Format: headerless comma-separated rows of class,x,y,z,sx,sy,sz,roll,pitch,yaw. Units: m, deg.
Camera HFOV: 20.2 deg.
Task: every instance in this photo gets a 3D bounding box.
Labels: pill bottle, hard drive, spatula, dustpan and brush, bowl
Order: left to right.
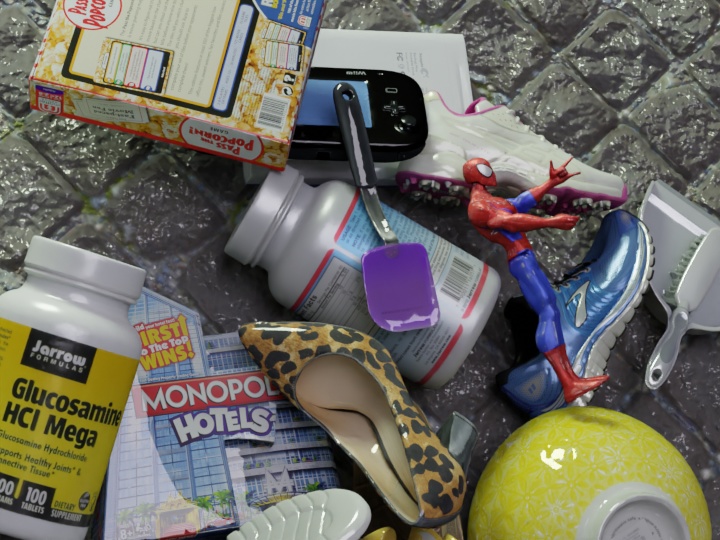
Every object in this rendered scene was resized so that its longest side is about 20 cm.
pill bottle,-0.219,0.084,1.418,0.112,0.112,0.202,17,87,-12
hard drive,-0.003,-0.133,1.653,0.198,0.025,0.133,0,71,-19
pill bottle,0.000,0.000,1.558,0.199,0.109,0.109,31,64,-5
spatula,0.010,-0.050,1.509,0.056,0.021,0.201,-9,69,-21
bowl,0.189,0.204,1.520,0.198,0.108,0.202,1,88,-18
dustpan and brush,0.269,0.024,1.668,0.139,0.057,0.201,34,64,-5

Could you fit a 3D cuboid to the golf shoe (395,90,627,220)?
golf shoe,0.126,-0.093,1.630,0.198,0.075,0.092,9,74,-20

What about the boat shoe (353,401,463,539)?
boat shoe,0.042,0.198,1.527,0.071,0.064,0.202,-12,77,14

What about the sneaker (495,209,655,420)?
sneaker,0.170,0.028,1.624,0.089,0.079,0.201,32,64,-8

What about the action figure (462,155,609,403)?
action figure,0.152,-0.010,1.553,0.099,0.065,0.201,-31,85,8

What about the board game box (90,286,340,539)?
board game box,-0.119,0.101,1.507,0.198,0.062,0.201,-7,74,-21

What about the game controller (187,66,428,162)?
game controller,-0.047,-0.125,1.575,0.198,0.042,0.105,2,48,-7

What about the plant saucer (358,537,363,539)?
plant saucer,-0.022,0.292,1.457,0.198,0.029,0.202,-1,73,3

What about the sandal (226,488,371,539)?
sandal,-0.074,0.221,1.436,0.202,0.083,0.050,-31,122,11

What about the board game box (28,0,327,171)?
board game box,-0.135,-0.173,1.528,0.198,0.046,0.152,14,64,-1

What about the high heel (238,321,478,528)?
high heel,-0.010,0.106,1.434,0.199,0.072,0.143,28,25,0

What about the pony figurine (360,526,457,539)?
pony figurine,0.020,0.279,1.382,0.200,0.193,0.167,-49,134,-9
